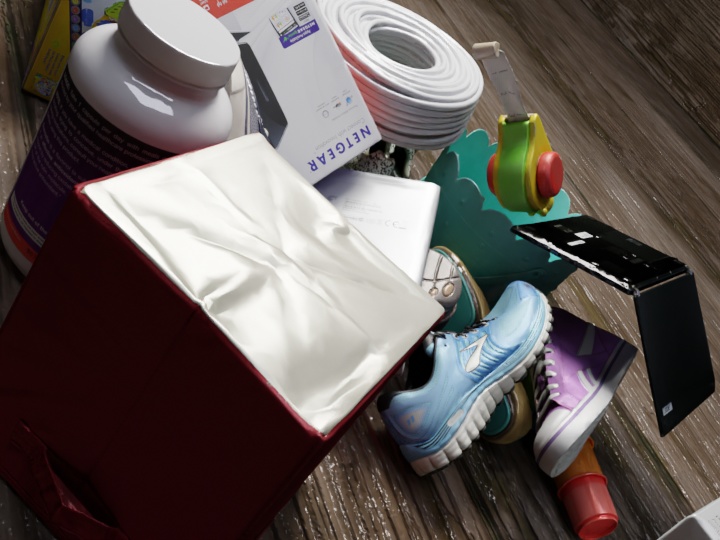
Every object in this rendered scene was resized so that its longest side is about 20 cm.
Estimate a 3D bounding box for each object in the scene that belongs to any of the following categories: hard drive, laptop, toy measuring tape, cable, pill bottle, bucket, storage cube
[{"bbox_3d":[-0.010,-0.009,0.706,0.129,0.027,0.202,10,47,7],"label":"hard drive"},{"bbox_3d":[0.245,0.038,0.794,0.198,0.105,0.176,32,24,30],"label":"laptop"},{"bbox_3d":[0.138,-0.111,0.761,0.201,0.073,0.074,53,13,-45],"label":"toy measuring tape"},{"bbox_3d":[0.030,-0.206,0.840,0.200,0.070,0.199,43,39,15],"label":"cable"},{"bbox_3d":[-0.159,-0.080,0.561,0.111,0.201,0.113,27,31,-18],"label":"pill bottle"},{"bbox_3d":[0.136,-0.040,0.907,0.205,0.135,0.209,28,30,-18],"label":"bucket"},{"bbox_3d":[-0.086,0.055,0.482,0.171,0.181,0.200,43,29,8],"label":"storage cube"}]

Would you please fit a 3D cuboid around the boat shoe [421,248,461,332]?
[{"bbox_3d":[0.000,0.000,0.767,0.198,0.074,0.074,31,53,25],"label":"boat shoe"}]

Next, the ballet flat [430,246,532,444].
[{"bbox_3d":[0.108,0.072,0.800,0.062,0.068,0.203,16,48,-49],"label":"ballet flat"}]

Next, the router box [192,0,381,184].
[{"bbox_3d":[-0.100,-0.143,0.698,0.199,0.049,0.182,-37,106,-28],"label":"router box"}]

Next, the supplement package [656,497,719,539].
[{"bbox_3d":[0.309,0.287,0.651,0.198,0.148,0.193,-2,49,-48],"label":"supplement package"}]

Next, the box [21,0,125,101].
[{"bbox_3d":[-0.198,-0.230,0.800,0.190,0.122,0.202,22,34,-29],"label":"box"}]

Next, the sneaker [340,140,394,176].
[{"bbox_3d":[0.008,-0.114,0.882,0.076,0.089,0.201,30,20,-19],"label":"sneaker"}]

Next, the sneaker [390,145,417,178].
[{"bbox_3d":[0.029,-0.181,0.984,0.201,0.075,0.090,54,28,-49],"label":"sneaker"}]

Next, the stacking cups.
[{"bbox_3d":[0.187,0.150,0.788,0.060,0.061,0.202,21,36,-28],"label":"stacking cups"}]

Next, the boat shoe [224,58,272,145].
[{"bbox_3d":[-0.089,-0.079,0.641,0.092,0.073,0.205,9,73,-55],"label":"boat shoe"}]

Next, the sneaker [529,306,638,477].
[{"bbox_3d":[0.168,0.099,0.750,0.113,0.074,0.200,33,32,15],"label":"sneaker"}]

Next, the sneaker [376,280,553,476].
[{"bbox_3d":[0.087,0.069,0.693,0.090,0.078,0.200,44,57,0],"label":"sneaker"}]
